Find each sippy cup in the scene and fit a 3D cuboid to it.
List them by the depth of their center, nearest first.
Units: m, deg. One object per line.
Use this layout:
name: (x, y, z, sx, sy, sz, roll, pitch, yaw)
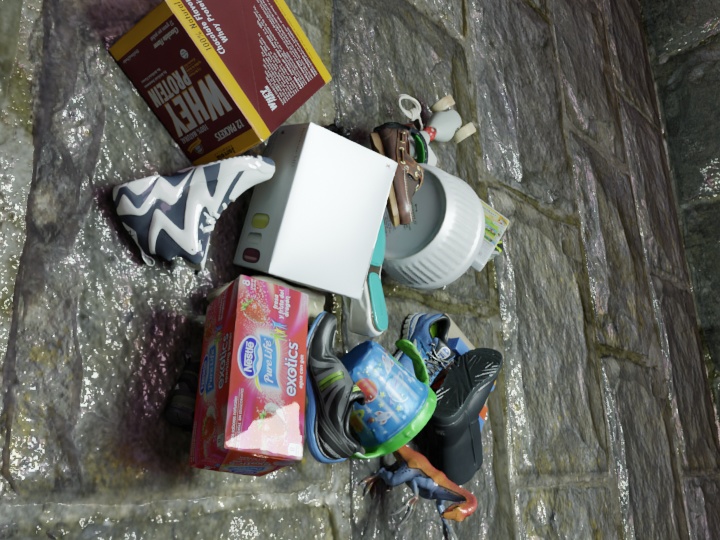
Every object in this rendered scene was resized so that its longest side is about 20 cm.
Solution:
sippy cup: (0.022, 0.180, 0.994, 0.131, 0.139, 0.178, 51, 18, -10)

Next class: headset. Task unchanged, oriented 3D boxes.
headset: (0.032, -0.206, 1.165, 0.199, 0.094, 0.124, 18, 97, -44)

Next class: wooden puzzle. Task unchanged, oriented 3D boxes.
wooden puzzle: (0.189, 0.205, 1.234, 0.185, 0.046, 0.201, 48, 46, -27)

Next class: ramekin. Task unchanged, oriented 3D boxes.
ramekin: (0.092, -0.077, 1.088, 0.105, 0.199, 0.202, 26, 58, -54)

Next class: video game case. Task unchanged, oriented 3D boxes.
video game case: (0.174, -0.106, 1.264, 0.199, 0.023, 0.182, 36, 41, 4)

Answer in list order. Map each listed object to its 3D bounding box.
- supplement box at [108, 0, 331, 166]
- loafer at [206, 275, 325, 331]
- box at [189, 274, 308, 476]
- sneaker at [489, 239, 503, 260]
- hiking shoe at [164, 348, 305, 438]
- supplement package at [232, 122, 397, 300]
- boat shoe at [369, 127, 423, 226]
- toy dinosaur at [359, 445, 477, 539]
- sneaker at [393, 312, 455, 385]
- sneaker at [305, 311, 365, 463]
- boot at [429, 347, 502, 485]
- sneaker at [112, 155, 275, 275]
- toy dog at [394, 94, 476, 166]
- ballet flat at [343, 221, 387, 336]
supplement box: (-0.180, -0.278, 0.905, 0.198, 0.132, 0.200, 55, 42, -21)
loafer: (-0.118, 0.055, 0.906, 0.199, 0.075, 0.069, 10, 64, -48)
box: (-0.125, 0.121, 0.764, 0.095, 0.100, 0.202, 18, 57, -29)
sneaker: (0.180, -0.054, 1.293, 0.199, 0.077, 0.076, 20, 44, -22)
hiking shoe: (-0.142, 0.164, 0.840, 0.199, 0.075, 0.102, 28, 60, -40)
supplement package: (-0.062, -0.079, 0.925, 0.155, 0.111, 0.202, 18, 86, -36)
boat shoe: (0.061, -0.148, 1.007, 0.071, 0.070, 0.201, 85, -4, -50)
toy dinosaur: (0.088, 0.305, 0.975, 0.105, 0.181, 0.202, 15, 66, -45)
sneaker: (0.105, 0.150, 1.122, 0.078, 0.089, 0.201, 41, 51, -32)
sneaker: (-0.034, 0.156, 0.910, 0.071, 0.082, 0.202, 43, 40, -71)
boot: (0.183, 0.250, 1.145, 0.200, 0.076, 0.169, -43, 133, -40)
sneaker: (-0.191, -0.065, 0.830, 0.198, 0.079, 0.131, -19, 104, -26)
toy dog: (0.131, -0.266, 1.310, 0.199, 0.096, 0.133, -12, 77, -37)
ballet flat: (0.000, 0.000, 1.009, 0.069, 0.069, 0.202, 14, 68, -46)
